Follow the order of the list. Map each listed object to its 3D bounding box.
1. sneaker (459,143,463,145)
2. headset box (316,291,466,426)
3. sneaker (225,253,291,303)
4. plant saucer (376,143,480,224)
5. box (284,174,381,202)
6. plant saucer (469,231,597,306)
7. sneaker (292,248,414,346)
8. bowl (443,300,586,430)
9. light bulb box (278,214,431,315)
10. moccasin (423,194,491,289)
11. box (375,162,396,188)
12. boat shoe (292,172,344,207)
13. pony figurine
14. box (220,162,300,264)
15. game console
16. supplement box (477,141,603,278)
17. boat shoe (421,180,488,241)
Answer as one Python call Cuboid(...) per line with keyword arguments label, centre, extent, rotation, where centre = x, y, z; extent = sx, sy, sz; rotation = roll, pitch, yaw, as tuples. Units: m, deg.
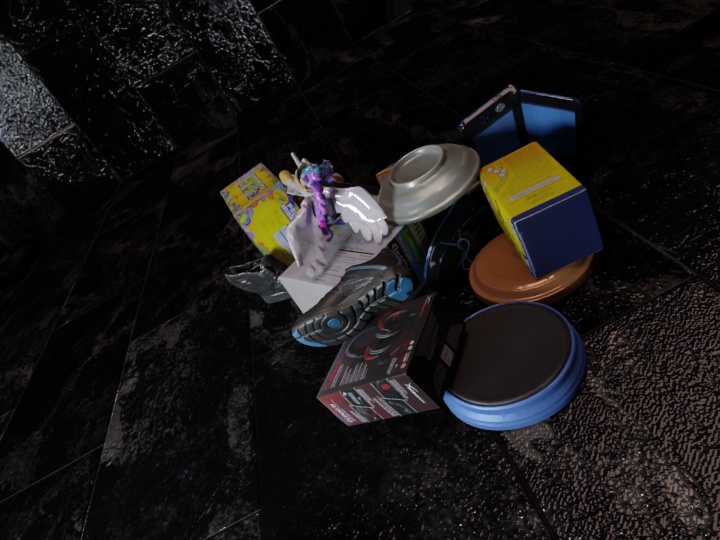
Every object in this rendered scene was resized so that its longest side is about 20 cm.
Cuboid(label="sneaker", centre=(0.259, -0.259, 1.210), extent=(0.200, 0.076, 0.091), rotation=(-10, 31, 28))
Cuboid(label="headset box", centre=(0.036, 0.131, 0.801), extent=(0.200, 0.075, 0.149), rotation=(-25, 27, 43))
Cuboid(label="sneaker", centre=(-0.170, 0.008, 1.165), extent=(0.199, 0.104, 0.060), rotation=(-18, 34, 22))
Cuboid(label="plant saucer", centre=(0.105, -0.164, 0.969), extent=(0.200, 0.050, 0.200), rotation=(-25, 35, 19))
Cuboid(label="box", centre=(-0.039, -0.162, 1.184), extent=(0.200, 0.048, 0.193), rotation=(10, 4, 6))
Cuboid(label="plant saucer", centre=(0.267, -0.017, 0.893), extent=(0.200, 0.032, 0.200), rotation=(-22, 32, 15))
Cuboid(label="sneaker", centre=(-0.014, 0.043, 0.840), extent=(0.200, 0.073, 0.082), rotation=(-30, 42, 10))
Cuboid(label="bowl", centre=(0.194, 0.118, 0.754), extent=(0.200, 0.039, 0.201), rotation=(-22, 32, 15))
Cuboid(label="light bulb box", centre=(0.000, 0.000, 1.010), extent=(0.198, 0.125, 0.200), rotation=(9, 48, 48))
Cuboid(label="moccasin", centre=(0.170, -0.054, 0.970), extent=(0.068, 0.081, 0.200), rotation=(15, 65, 26))
Cuboid(label="box", centre=(0.114, -0.237, 1.286), extent=(0.119, 0.042, 0.200), rotation=(-19, 10, 19))
Cuboid(label="boat shoe", centre=(-0.130, -0.184, 1.444), extent=(0.200, 0.072, 0.072), rotation=(-23, 30, 2))
Cuboid(label="pony figurine", centre=(-0.069, -0.108, 0.953), extent=(0.166, 0.193, 0.200), rotation=(-32, 11, -6))
Cuboid(label="box", centre=(-0.194, -0.109, 1.258), extent=(0.122, 0.200, 0.193), rotation=(-37, 32, -5))
Cuboid(label="game console", centre=(0.291, -0.223, 1.004), extent=(0.171, 0.200, 0.118), rotation=(-37, 59, 5))
Cuboid(label="supplement box", centre=(0.270, -0.099, 0.871), extent=(0.109, 0.109, 0.200), rotation=(-25, 30, 10))
Cuboid(label="boat shoe", centre=(0.170, -0.106, 1.075), extent=(0.201, 0.072, 0.066), rotation=(-37, 23, -14))
